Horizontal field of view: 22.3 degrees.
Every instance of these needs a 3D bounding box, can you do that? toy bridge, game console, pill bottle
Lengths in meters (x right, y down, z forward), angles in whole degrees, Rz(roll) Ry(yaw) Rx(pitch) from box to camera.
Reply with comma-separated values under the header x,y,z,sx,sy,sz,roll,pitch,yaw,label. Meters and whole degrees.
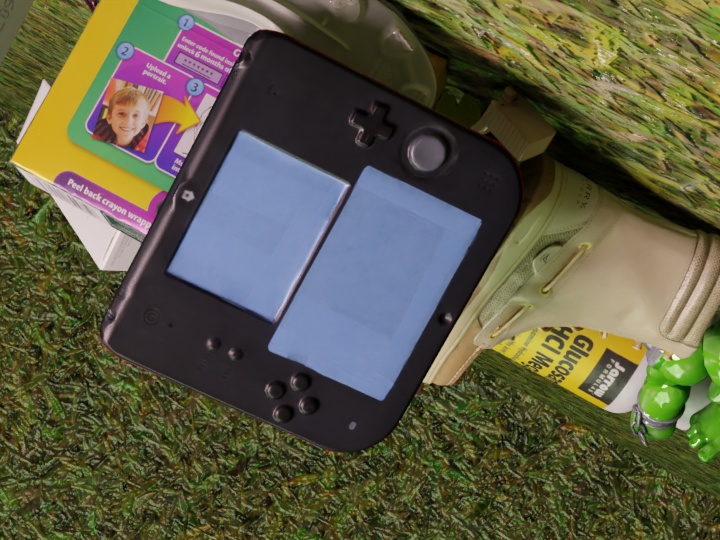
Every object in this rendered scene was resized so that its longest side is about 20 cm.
x,y,z,sx,sy,sz,roll,pitch,yaw,label
0.049,-0.037,1.096,0.027,0.200,0.067,-23,-117,-42,toy bridge
-0.024,-0.009,0.997,0.176,0.201,0.031,24,-166,-20,game console
0.166,0.032,1.319,0.199,0.113,0.112,28,175,-1,pill bottle

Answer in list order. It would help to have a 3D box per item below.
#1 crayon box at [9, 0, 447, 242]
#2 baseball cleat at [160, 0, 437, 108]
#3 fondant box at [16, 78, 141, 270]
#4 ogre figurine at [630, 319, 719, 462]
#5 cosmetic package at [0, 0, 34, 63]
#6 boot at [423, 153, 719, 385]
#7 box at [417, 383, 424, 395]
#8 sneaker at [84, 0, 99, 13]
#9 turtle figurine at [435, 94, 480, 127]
x,y,z,sx,sy,sz,roll,pitch,yaw,label
-0.075,-0.088,1.075,0.199,0.173,0.058,28,172,7,crayon box
-0.046,-0.150,1.010,0.199,0.070,0.106,32,-170,-19,baseball cleat
-0.118,-0.062,1.269,0.199,0.058,0.144,3,-143,-42,fondant box
0.265,0.071,1.204,0.199,0.098,0.120,14,152,36,ogre figurine
-0.249,-0.208,0.844,0.199,0.166,0.165,26,174,18,cosmetic package
0.133,0.024,1.161,0.155,0.073,0.200,20,132,-13,boot
-0.027,0.018,1.474,0.199,0.101,0.075,16,-151,-9,box
-0.159,-0.152,1.220,0.199,0.116,0.076,25,174,30,sneaker
0.057,-0.067,1.192,0.199,0.065,0.161,26,175,30,turtle figurine
